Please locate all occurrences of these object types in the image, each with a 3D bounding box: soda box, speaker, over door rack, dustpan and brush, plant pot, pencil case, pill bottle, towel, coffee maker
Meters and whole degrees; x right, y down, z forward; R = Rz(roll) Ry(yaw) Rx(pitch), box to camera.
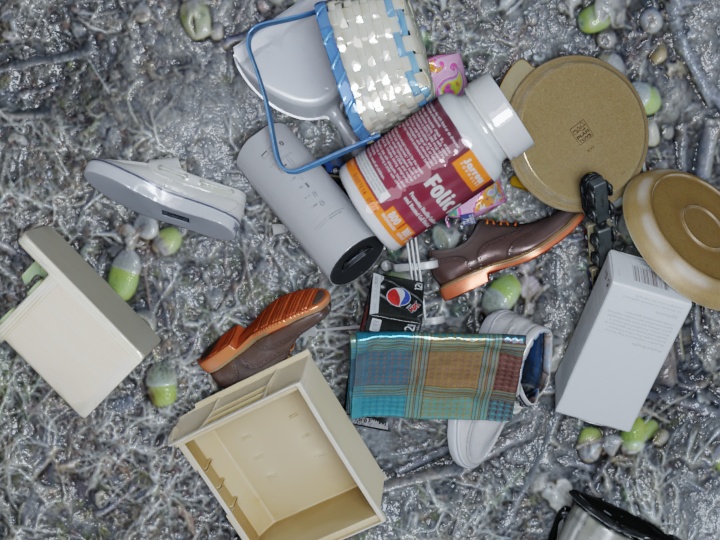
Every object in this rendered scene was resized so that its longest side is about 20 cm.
[{"bbox_3d":[0.025,0.098,1.396,0.062,0.071,0.201,10,135,-4],"label":"soda box"},{"bbox_3d":[-0.059,-0.078,1.386,0.081,0.081,0.200,-42,65,3],"label":"speaker"},{"bbox_3d":[0.000,0.000,1.450,0.197,0.067,0.150,-7,95,14],"label":"over door rack"},{"bbox_3d":[-0.047,-0.215,1.437,0.139,0.057,0.201,-36,88,-10],"label":"dustpan and brush"},{"bbox_3d":[0.398,-0.045,1.397,0.199,0.201,0.028,36,135,-4],"label":"plant pot"},{"bbox_3d":[0.109,-0.157,1.424,0.086,0.087,0.203,-18,96,0],"label":"pencil case"},{"bbox_3d":[0.085,-0.122,1.316,0.199,0.114,0.115,-35,95,10],"label":"pill bottle"},{"bbox_3d":[0.083,0.123,1.353,0.197,0.022,0.148,2,135,0],"label":"towel"},{"bbox_3d":[0.298,0.399,1.449,0.190,0.135,0.202,26,94,-4],"label":"coffee maker"}]

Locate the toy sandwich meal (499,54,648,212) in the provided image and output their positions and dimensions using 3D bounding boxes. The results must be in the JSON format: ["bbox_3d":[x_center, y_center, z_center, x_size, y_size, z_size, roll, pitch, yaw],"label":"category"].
[{"bbox_3d":[0.249,-0.165,1.438,0.202,0.070,0.208,0,91,-12],"label":"toy sandwich meal"}]

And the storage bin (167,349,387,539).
[{"bbox_3d":[-0.098,0.230,1.409,0.197,0.094,0.201,-26,108,17],"label":"storage bin"}]

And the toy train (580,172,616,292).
[{"bbox_3d":[0.283,-0.033,1.414,0.034,0.046,0.202,-21,130,-8],"label":"toy train"}]

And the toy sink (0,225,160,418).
[{"bbox_3d":[-0.352,0.060,1.411,0.112,0.130,0.200,-43,95,3],"label":"toy sink"}]

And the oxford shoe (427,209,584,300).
[{"bbox_3d":[0.176,-0.038,1.443,0.198,0.071,0.073,-27,87,0],"label":"oxford shoe"}]

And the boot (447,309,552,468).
[{"bbox_3d":[0.171,0.152,1.436,0.073,0.095,0.203,11,95,-34],"label":"boot"}]

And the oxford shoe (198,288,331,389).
[{"bbox_3d":[-0.102,0.086,1.431,0.199,0.072,0.073,-30,108,30],"label":"oxford shoe"}]

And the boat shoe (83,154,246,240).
[{"bbox_3d":[-0.233,-0.103,1.437,0.197,0.071,0.071,19,67,1],"label":"boat shoe"}]

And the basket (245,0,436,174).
[{"bbox_3d":[-0.020,-0.217,1.345,0.197,0.139,0.179,-15,85,5],"label":"basket"}]

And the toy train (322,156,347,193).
[{"bbox_3d":[0.024,-0.109,1.415,0.197,0.034,0.047,8,97,23],"label":"toy train"}]

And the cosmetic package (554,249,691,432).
[{"bbox_3d":[0.308,0.086,1.414,0.100,0.074,0.202,17,124,-3],"label":"cosmetic package"}]
